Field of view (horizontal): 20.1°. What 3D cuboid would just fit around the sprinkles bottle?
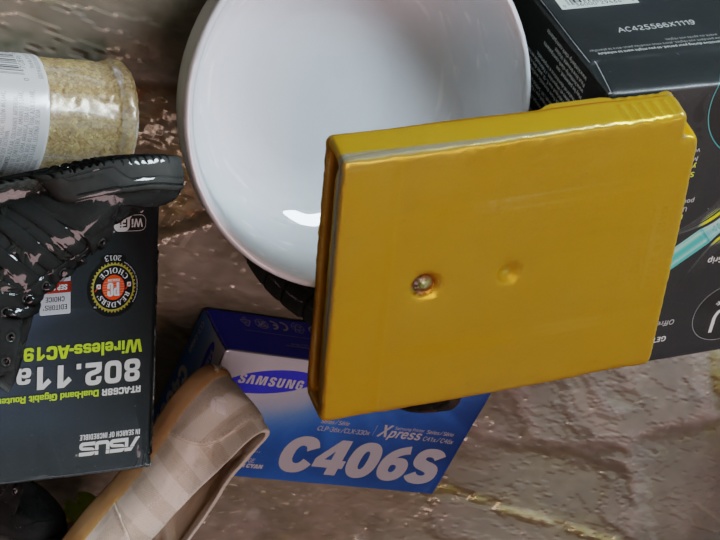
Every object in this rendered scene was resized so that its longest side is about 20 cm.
[{"bbox_3d":[-0.211,-0.078,1.005,0.199,0.068,0.068,2,127,-29],"label":"sprinkles bottle"}]

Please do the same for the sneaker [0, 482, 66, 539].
[{"bbox_3d":[-0.224,0.084,1.129,0.199,0.060,0.104,32,110,-30],"label":"sneaker"}]

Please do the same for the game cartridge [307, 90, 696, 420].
[{"bbox_3d":[0.073,-0.008,1.077,0.199,0.032,0.177,-9,131,-18],"label":"game cartridge"}]

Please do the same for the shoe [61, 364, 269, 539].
[{"bbox_3d":[-0.124,0.147,1.169,0.200,0.053,0.070,-54,164,11],"label":"shoe"}]

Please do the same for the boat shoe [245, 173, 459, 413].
[{"bbox_3d":[0.000,0.000,1.189,0.200,0.075,0.074,49,57,-32],"label":"boat shoe"}]

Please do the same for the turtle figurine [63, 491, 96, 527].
[{"bbox_3d":[-0.171,0.212,1.279,0.199,0.065,0.162,0,128,-27],"label":"turtle figurine"}]

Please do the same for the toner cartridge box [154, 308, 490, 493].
[{"bbox_3d":[-0.023,0.084,1.263,0.199,0.043,0.095,9,121,-33],"label":"toner cartridge box"}]

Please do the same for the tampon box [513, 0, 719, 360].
[{"bbox_3d":[0.162,-0.061,1.175,0.149,0.126,0.201,-7,131,-19],"label":"tampon box"}]

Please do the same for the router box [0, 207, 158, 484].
[{"bbox_3d":[-0.203,0.033,1.044,0.199,0.062,0.151,-4,102,-33],"label":"router box"}]

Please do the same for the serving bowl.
[{"bbox_3d":[-0.011,-0.094,1.081,0.199,0.066,0.201,-8,109,-25],"label":"serving bowl"}]

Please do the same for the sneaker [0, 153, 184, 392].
[{"bbox_3d":[-0.175,0.009,0.977,0.199,0.060,0.105,-12,97,-18],"label":"sneaker"}]
